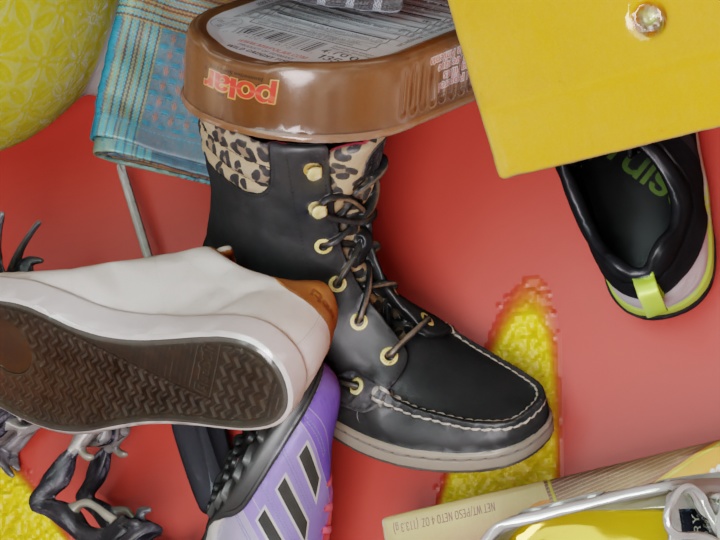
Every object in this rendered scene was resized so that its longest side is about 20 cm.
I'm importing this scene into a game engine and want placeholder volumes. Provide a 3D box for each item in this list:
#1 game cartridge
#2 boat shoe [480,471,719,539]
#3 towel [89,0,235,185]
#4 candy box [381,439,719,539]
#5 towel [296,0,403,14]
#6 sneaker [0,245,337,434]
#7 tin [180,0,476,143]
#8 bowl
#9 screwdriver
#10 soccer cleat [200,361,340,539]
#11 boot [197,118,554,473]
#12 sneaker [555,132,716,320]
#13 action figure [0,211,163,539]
[{"bbox_3d":[0.112,-0.153,0.799,0.176,0.032,0.200,-12,97,29],"label":"game cartridge"},{"bbox_3d":[0.141,0.111,0.773,0.202,0.086,0.075,-4,76,21],"label":"boat shoe"},{"bbox_3d":[-0.047,-0.137,0.968,0.146,0.022,0.200,13,81,-11],"label":"towel"},{"bbox_3d":[0.117,0.148,0.853,0.200,0.055,0.116,-15,72,18],"label":"candy box"},{"bbox_3d":[-0.053,-0.201,0.890,0.165,0.086,0.200,9,47,-8],"label":"towel"},{"bbox_3d":[-0.101,0.027,0.874,0.200,0.085,0.073,6,123,25],"label":"sneaker"},{"bbox_3d":[0.002,-0.103,0.879,0.112,0.200,0.042,22,119,28],"label":"tin"},{"bbox_3d":[-0.170,-0.143,1.001,0.108,0.200,0.200,16,82,-17],"label":"bowl"},{"bbox_3d":[-0.100,0.030,0.983,0.028,0.029,0.200,-24,75,16],"label":"screwdriver"},{"bbox_3d":[-0.042,0.131,0.896,0.073,0.068,0.200,22,109,-6],"label":"soccer cleat"},{"bbox_3d":[0.000,0.000,0.888,0.200,0.073,0.151,24,131,31],"label":"boot"},{"bbox_3d":[0.122,-0.073,0.888,0.072,0.083,0.200,-21,70,17],"label":"sneaker"},{"bbox_3d":[-0.162,0.075,0.957,0.102,0.119,0.200,-28,74,9],"label":"action figure"}]
